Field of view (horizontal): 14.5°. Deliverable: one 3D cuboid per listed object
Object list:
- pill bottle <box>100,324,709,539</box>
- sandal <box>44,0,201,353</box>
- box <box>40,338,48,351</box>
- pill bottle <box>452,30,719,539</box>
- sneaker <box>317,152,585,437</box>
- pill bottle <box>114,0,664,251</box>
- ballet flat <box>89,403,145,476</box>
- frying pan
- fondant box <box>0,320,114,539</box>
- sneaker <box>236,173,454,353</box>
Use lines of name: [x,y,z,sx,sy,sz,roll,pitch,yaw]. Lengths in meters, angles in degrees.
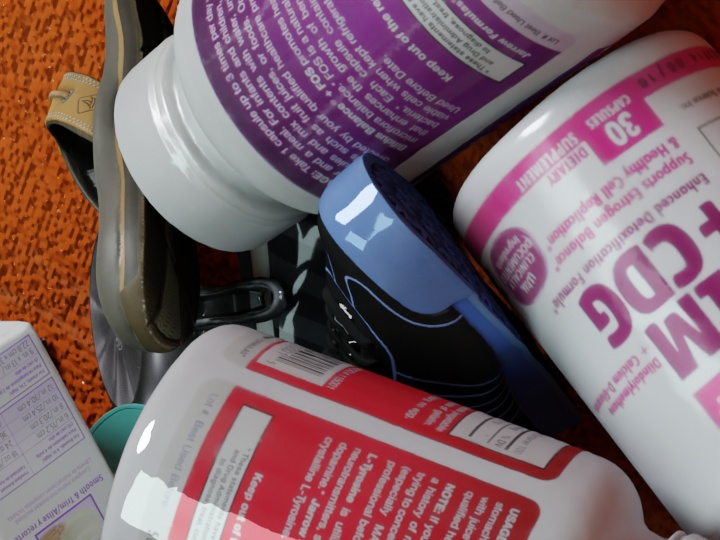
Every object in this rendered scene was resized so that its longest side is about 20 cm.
pill bottle: [0.023,0.100,0.948,0.200,0.112,0.112,20,113,16]
sandal: [-0.094,-0.042,1.103,0.054,0.200,0.082,-15,135,13]
box: [-0.218,0.150,1.229,0.124,0.200,0.197,-11,94,39]
pill bottle: [0.132,0.025,0.981,0.200,0.113,0.113,53,127,15]
sneaker: [0.017,0.031,1.017,0.078,0.200,0.070,-35,56,4]
pill bottle: [0.005,-0.088,1.003,0.200,0.112,0.112,-34,79,36]
ballet flat: [-0.030,0.109,1.084,0.200,0.076,0.064,28,146,41]
frying pan: [-0.075,0.031,1.145,0.190,0.031,0.115,-138,46,-62]
fondant box: [-0.139,0.116,1.112,0.144,0.058,0.200,0,123,54]
sneaker: [0.000,0.000,1.105,0.083,0.072,0.200,-15,92,38]
